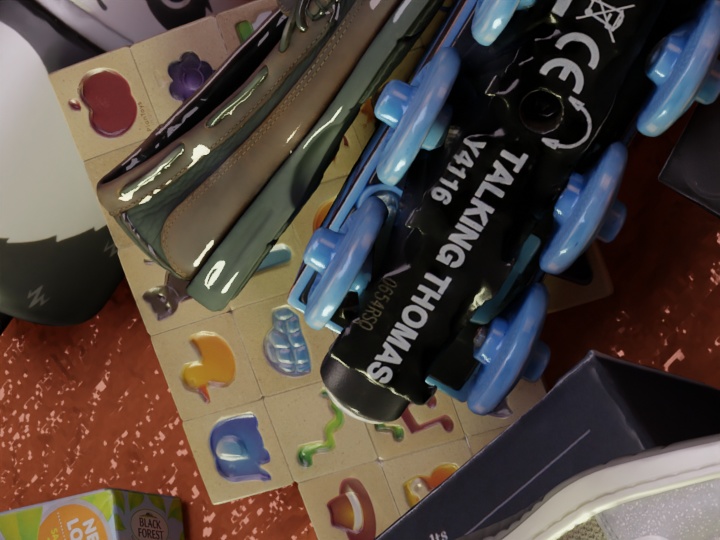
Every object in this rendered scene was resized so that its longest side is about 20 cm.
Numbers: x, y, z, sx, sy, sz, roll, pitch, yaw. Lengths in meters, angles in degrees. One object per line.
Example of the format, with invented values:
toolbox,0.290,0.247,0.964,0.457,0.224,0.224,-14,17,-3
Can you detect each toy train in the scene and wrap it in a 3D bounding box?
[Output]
toy train,0.047,-0.045,0.861,0.086,0.114,0.200,28,112,-6

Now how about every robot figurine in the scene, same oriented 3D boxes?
robot figurine,-0.120,-0.060,1.030,0.200,0.150,0.125,-55,43,12

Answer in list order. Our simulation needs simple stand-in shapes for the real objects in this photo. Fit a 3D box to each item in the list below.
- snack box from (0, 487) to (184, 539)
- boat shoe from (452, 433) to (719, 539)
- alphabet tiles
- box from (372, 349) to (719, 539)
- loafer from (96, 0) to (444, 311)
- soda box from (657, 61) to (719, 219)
snack box,-0.155,0.171,1.055,0.199,0.053,0.143,-14,75,29
boat shoe,0.070,0.096,0.792,0.202,0.074,0.065,-27,74,29
alphabet tiles,0.000,0.000,0.953,0.167,0.008,0.201,-17,101,19
box,0.092,0.153,0.870,0.148,0.107,0.200,-41,63,19
loafer,-0.018,-0.076,0.893,0.063,0.072,0.200,35,114,-1
soda box,0.190,-0.007,0.806,0.200,0.063,0.071,32,98,33
